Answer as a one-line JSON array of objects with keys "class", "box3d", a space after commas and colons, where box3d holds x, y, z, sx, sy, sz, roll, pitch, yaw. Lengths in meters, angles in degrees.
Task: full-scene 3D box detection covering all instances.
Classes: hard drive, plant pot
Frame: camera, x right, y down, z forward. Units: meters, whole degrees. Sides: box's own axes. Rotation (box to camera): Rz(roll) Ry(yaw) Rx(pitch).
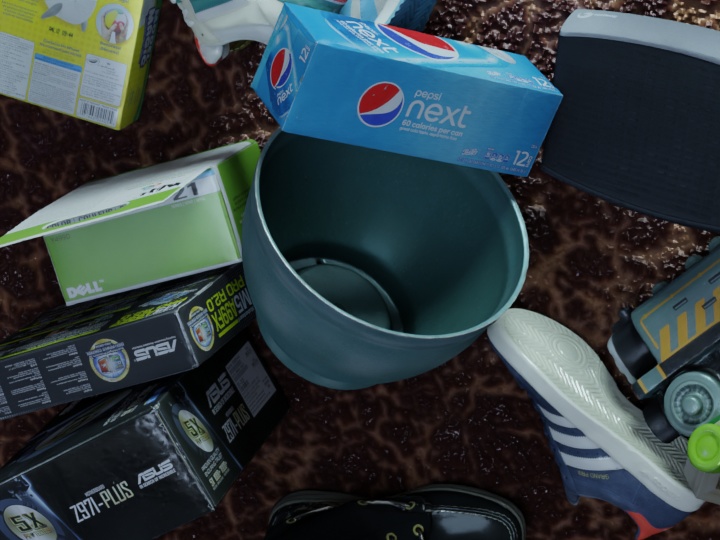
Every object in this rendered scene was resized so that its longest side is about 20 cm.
[{"class": "hard drive", "box3d": [0.213, -0.096, 1.334, 0.199, 0.042, 0.136, 19, 111, 33]}, {"class": "plant pot", "box3d": [0.000, 0.000, 1.388, 0.200, 0.200, 0.134, 35, 138, 3]}]

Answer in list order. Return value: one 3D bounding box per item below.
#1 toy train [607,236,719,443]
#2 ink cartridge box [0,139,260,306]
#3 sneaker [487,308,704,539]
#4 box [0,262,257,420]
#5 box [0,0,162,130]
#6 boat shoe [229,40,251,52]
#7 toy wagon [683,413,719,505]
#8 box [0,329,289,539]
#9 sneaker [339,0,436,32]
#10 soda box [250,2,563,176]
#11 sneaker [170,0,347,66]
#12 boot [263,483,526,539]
[{"class": "toy train", "box3d": [0.264, 0.033, 1.372, 0.200, 0.085, 0.114, -40, 72, 24]}, {"class": "ink cartridge box", "box3d": [-0.159, -0.023, 1.403, 0.147, 0.200, 0.076, -14, 102, 18]}, {"class": "sneaker", "box3d": [0.156, 0.117, 1.431, 0.200, 0.075, 0.085, 44, 128, 7]}, {"class": "box", "box3d": [-0.175, 0.047, 1.438, 0.199, 0.160, 0.044, -16, 102, 24]}, {"class": "box", "box3d": [-0.202, -0.216, 1.443, 0.117, 0.048, 0.201, 18, 111, 10]}, {"class": "boat shoe", "box3d": [-0.091, -0.254, 1.391, 0.072, 0.068, 0.201, 0, 105, 15]}, {"class": "toy wagon", "box3d": [0.316, 0.098, 1.343, 0.200, 0.155, 0.040, -41, 54, 25]}, {"class": "box", "box3d": [-0.162, 0.131, 1.447, 0.163, 0.200, 0.086, -27, 99, 21]}, {"class": "sneaker", "box3d": [0.004, -0.198, 1.386, 0.081, 0.076, 0.201, 38, 110, 18]}, {"class": "soda box", "box3d": [0.033, -0.121, 1.337, 0.199, 0.064, 0.068, 8, 118, -31]}, {"class": "sneaker", "box3d": [-0.110, -0.191, 1.341, 0.199, 0.070, 0.094, 22, 105, 0]}, {"class": "boot", "box3d": [0.012, 0.216, 1.450, 0.202, 0.154, 0.074, -1, 105, 15]}]
